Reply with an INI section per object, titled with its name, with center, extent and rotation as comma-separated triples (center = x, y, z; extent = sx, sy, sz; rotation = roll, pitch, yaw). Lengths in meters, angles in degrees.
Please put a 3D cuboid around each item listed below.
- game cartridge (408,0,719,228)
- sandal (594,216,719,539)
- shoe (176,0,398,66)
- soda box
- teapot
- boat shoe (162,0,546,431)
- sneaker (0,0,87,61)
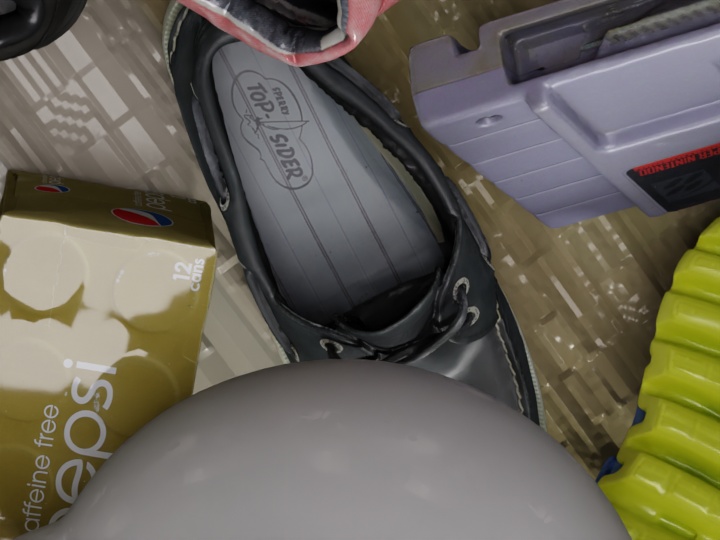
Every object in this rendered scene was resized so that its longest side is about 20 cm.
[game cartridge]
center = 0.127, -0.060, 0.779
extent = 0.199, 0.130, 0.039
rotation = -16, 68, 18
[sandal]
center = 0.116, 0.053, 0.856
extent = 0.079, 0.087, 0.200
rotation = 32, 80, 12
[shoe]
center = -0.050, -0.146, 0.705
extent = 0.071, 0.091, 0.200
rotation = -32, 103, 32
[soda box]
center = -0.094, 0.075, 0.844
extent = 0.067, 0.064, 0.201
rotation = 9, 103, -7
[teapot]
center = -0.008, 0.125, 0.737
extent = 0.199, 0.146, 0.198
rotation = -26, 96, 13
[boat shoe]
center = 0.002, -0.001, 0.833
extent = 0.074, 0.066, 0.200
rotation = -23, 105, 0
[sneaker]
center = -0.172, -0.103, 0.757
extent = 0.199, 0.091, 0.076
rotation = 10, 104, -7
